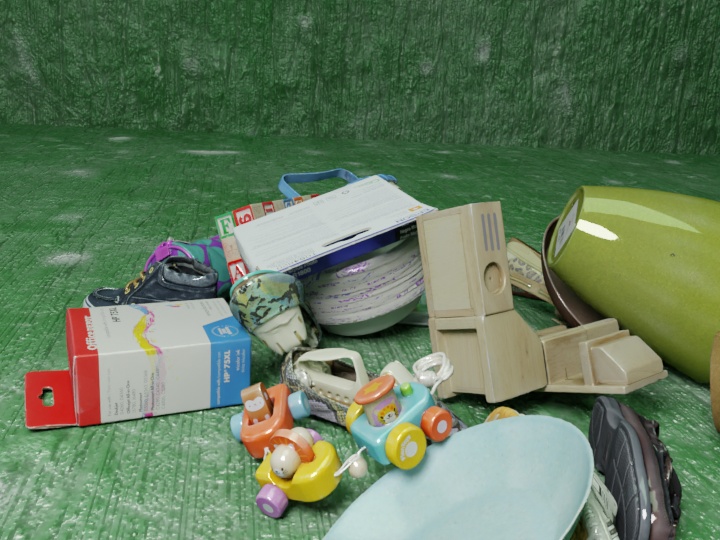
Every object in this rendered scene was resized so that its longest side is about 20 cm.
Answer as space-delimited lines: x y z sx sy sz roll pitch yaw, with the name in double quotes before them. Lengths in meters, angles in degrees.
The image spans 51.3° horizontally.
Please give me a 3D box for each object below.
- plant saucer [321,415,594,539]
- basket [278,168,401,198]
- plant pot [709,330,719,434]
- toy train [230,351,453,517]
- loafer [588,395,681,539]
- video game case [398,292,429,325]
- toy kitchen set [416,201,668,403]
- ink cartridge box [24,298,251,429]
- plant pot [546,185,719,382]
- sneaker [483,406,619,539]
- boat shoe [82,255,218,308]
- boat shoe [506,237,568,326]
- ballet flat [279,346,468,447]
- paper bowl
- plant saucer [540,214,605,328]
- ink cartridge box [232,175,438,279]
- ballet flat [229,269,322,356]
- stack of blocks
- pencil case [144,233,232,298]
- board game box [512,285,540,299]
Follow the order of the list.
"plant saucer" 0.055 0.162 0.451 0.198 0.039 0.201 -30 8 5
"basket" -0.014 -0.088 1.155 0.200 0.140 0.174 47 35 21
"plant pot" 0.411 0.103 0.639 0.196 0.192 0.185 -3 10 35
"toy train" -0.026 0.106 0.580 0.195 0.057 0.151 -20 26 13
"loafer" 0.220 0.152 0.577 0.061 0.074 0.200 10 14 7
"video game case" 0.095 0.042 1.001 0.194 0.018 0.143 4 16 0
"toy kitchen set" 0.187 0.021 0.720 0.196 0.186 0.161 -8 0 -37
"ink cartridge box" -0.211 0.082 0.706 0.195 0.069 0.116 -3 19 -25
"plant pot" 0.309 -0.007 0.805 0.196 0.191 0.187 22 17 1
"sneaker" 0.145 0.168 0.494 0.086 0.077 0.201 23 23 -21
"boat shoe" -0.236 0.024 0.852 0.196 0.094 0.070 12 18 25
"boat shoe" 0.258 0.033 0.981 0.073 0.063 0.200 22 17 -48
"ballet flat" 0.008 0.110 0.665 0.196 0.074 0.072 13 19 27
"paper bowl" 0.000 0.000 0.904 0.195 0.107 0.202 -15 26 7
"plant saucer" 0.292 0.022 0.901 0.196 0.035 0.204 16 51 -20
"ink cartridge box" -0.032 -0.038 0.822 0.195 0.042 0.200 -21 22 -11
"ballet flat" -0.073 0.052 0.737 0.072 0.076 0.200 7 -10 10
"stack of blocks" -0.105 -0.032 1.006 0.057 0.118 0.199 -14 4 24
"pencil case" -0.190 -0.011 0.982 0.083 0.095 0.199 -9 9 24
"board game box" 0.281 0.022 1.110 0.195 0.020 0.103 12 20 25
